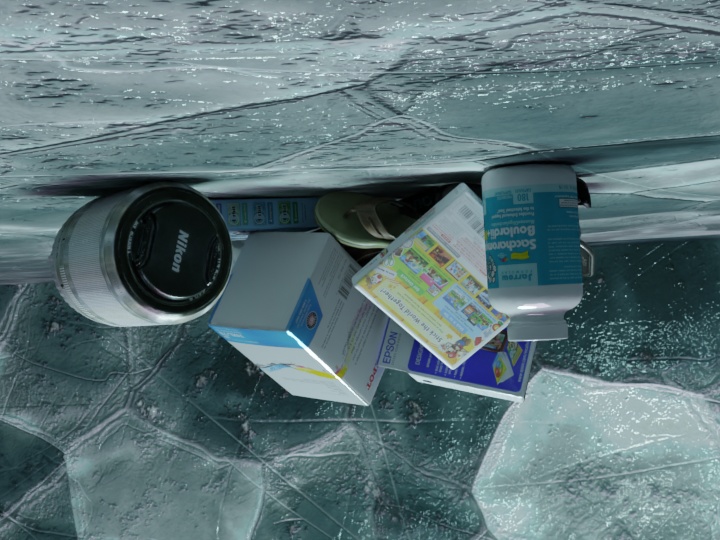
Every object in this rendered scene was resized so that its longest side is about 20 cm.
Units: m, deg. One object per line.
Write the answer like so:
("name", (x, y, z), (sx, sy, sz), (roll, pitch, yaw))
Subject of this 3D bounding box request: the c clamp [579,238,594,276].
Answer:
("c clamp", (0.257, -0.049, 1.742), (0.171, 0.027, 0.200), (24, 169, 22))

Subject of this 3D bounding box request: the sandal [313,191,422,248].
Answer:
("sandal", (0.039, -0.063, 1.555), (0.201, 0.080, 0.057), (17, 144, 14))

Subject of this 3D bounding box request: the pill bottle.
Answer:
("pill bottle", (0.200, -0.019, 1.430), (0.111, 0.200, 0.111), (-4, 177, 0))

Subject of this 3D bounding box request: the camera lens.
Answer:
("camera lens", (-0.255, -0.015, 1.435), (0.160, 0.160, 0.200), (-2, 177, -35))

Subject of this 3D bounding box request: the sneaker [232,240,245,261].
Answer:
("sneaker", (-0.164, -0.020, 1.836), (0.088, 0.075, 0.200), (9, -164, -44))

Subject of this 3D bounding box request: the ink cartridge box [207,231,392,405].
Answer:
("ink cartridge box", (-0.066, 0.064, 1.629), (0.146, 0.147, 0.200), (2, 149, 39))

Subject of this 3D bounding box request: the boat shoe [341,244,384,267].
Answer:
("boat shoe", (0.000, 0.000, 1.707), (0.070, 0.070, 0.200), (-8, 168, -16))

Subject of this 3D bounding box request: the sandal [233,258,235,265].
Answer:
("sandal", (-0.237, -0.022, 1.774), (0.050, 0.082, 0.203), (43, -175, -33))

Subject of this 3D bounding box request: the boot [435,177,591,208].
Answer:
("boot", (0.193, -0.091, 1.540), (0.132, 0.070, 0.200), (-14, 177, 39))

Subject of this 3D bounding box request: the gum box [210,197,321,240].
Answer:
("gum box", (-0.172, -0.069, 1.687), (0.200, 0.045, 0.170), (-3, 178, -19))

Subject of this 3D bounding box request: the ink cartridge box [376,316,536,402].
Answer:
("ink cartridge box", (0.140, 0.062, 1.645), (0.200, 0.198, 0.043), (12, 160, 11))

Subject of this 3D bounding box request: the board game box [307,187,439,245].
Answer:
("board game box", (0.037, -0.065, 1.691), (0.200, 0.028, 0.135), (-19, 172, 22))

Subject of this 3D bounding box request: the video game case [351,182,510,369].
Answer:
("video game case", (0.120, 0.012, 1.524), (0.200, 0.182, 0.023), (41, -165, -32))

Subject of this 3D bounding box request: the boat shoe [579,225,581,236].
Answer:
("boat shoe", (0.279, -0.075, 1.777), (0.062, 0.072, 0.200), (-10, 180, 5))
